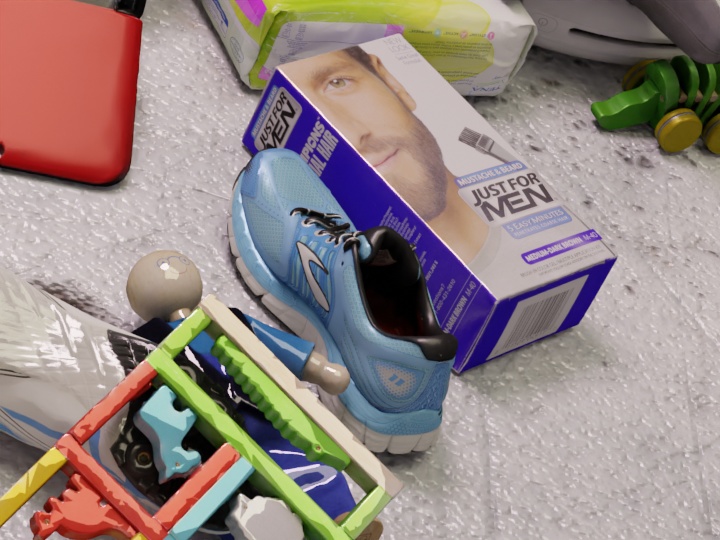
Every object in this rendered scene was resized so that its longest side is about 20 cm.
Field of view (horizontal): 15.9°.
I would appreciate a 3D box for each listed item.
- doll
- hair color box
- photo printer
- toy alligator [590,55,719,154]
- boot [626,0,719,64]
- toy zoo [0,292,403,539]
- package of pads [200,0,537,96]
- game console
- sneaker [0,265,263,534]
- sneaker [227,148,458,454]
[{"bbox_3d":[-0.062,0.069,1.288,0.136,0.049,0.200,-16,54,-27],"label":"doll"},{"bbox_3d":[0.038,-0.042,1.470,0.109,0.065,0.200,-19,56,-43],"label":"hair color box"},{"bbox_3d":[0.148,-0.217,1.733,0.166,0.070,0.200,6,43,-26],"label":"photo printer"},{"bbox_3d":[0.240,-0.115,1.684,0.200,0.054,0.059,0,46,-32],"label":"toy alligator"},{"bbox_3d":[0.139,-0.190,1.608,0.131,0.070,0.200,-20,57,-35],"label":"boot"},{"bbox_3d":[-0.090,0.122,1.165,0.131,0.020,0.200,45,65,0],"label":"toy zoo"},{"bbox_3d":[-0.004,-0.178,1.596,0.200,0.068,0.155,-1,46,-32],"label":"package of pads"},{"bbox_3d":[-0.231,-0.135,1.448,0.200,0.119,0.172,12,9,-21],"label":"game console"},{"bbox_3d":[-0.131,0.062,1.231,0.200,0.073,0.072,32,64,9],"label":"sneaker"},{"bbox_3d":[0.000,0.000,1.374,0.078,0.090,0.200,-6,48,-37],"label":"sneaker"}]
